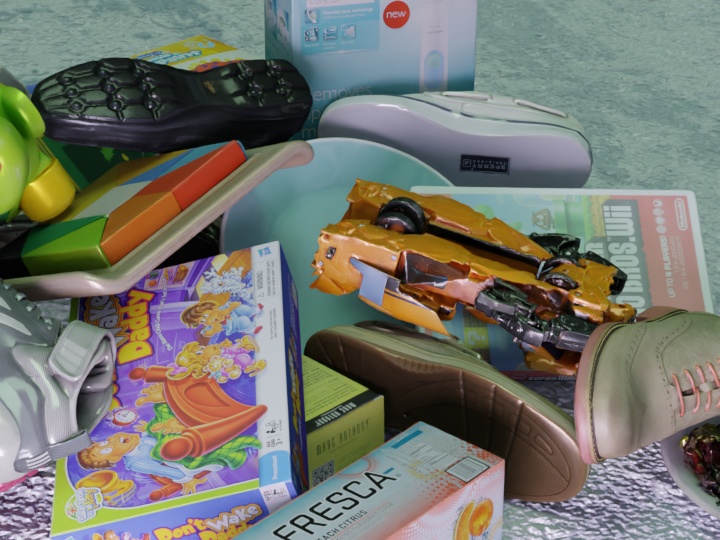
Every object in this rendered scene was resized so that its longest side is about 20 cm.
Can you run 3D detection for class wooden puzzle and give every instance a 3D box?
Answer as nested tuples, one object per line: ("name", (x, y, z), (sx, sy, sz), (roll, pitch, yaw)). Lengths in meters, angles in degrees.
("wooden puzzle", (-0.152, -0.034, 1.120), (0.184, 0.037, 0.200), (-6, 23, 47))

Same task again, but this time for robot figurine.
("robot figurine", (0.075, 0.005, 1.105), (0.198, 0.059, 0.145), (21, 27, 6))

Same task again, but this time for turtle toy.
("turtle toy", (-0.258, -0.075, 1.107), (0.101, 0.146, 0.199), (-43, 23, -27))

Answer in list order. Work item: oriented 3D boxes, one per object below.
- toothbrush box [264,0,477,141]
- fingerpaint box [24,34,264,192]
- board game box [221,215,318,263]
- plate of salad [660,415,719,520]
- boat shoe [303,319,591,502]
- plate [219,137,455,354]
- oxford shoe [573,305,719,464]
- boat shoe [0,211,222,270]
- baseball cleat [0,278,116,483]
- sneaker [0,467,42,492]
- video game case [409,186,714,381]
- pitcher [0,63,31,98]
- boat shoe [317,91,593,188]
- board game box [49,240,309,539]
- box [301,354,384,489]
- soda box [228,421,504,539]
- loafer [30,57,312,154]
("toothbrush box", (0.007, -0.181, 1.304), (0.145, 0.202, 0.085), (-7, 27, -16))
("fingerpaint box", (-0.152, -0.119, 1.445), (0.166, 0.074, 0.199), (25, 35, 38))
("board game box", (-0.009, -0.042, 1.313), (0.194, 0.056, 0.200), (-13, 30, -26))
("plate of salad", (0.277, 0.103, 1.036), (0.198, 0.048, 0.200), (1, 27, 0))
("boat shoe", (0.060, 0.076, 1.060), (0.199, 0.073, 0.065), (20, 27, 32))
("plate", (0.000, 0.000, 1.179), (0.198, 0.026, 0.202), (10, 57, -15))
("oxford shoe", (0.181, 0.061, 1.024), (0.074, 0.071, 0.200), (0, 16, 29))
("boat shoe", (-0.187, -0.012, 1.246), (0.199, 0.072, 0.066), (7, 38, 12))
("baseball cleat", (-0.197, 0.039, 1.004), (0.106, 0.070, 0.201), (-16, 49, -11))
("sneaker", (-0.261, 0.076, 1.053), (0.199, 0.075, 0.080), (25, 35, 39))
("video game case", (0.134, 0.008, 1.170), (0.198, 0.017, 0.144), (0, 58, -5))
("pitcher", (-0.336, -0.052, 1.270), (0.121, 0.172, 0.200), (38, 58, 12))
("boat shoe", (0.069, -0.100, 1.279), (0.198, 0.072, 0.066), (3, 33, 2))
("board game box", (-0.101, 0.076, 1.003), (0.133, 0.045, 0.201), (-14, 39, 6))
("box", (-0.079, 0.074, 1.088), (0.199, 0.051, 0.075), (24, 36, 38))
("soda box", (-0.008, 0.153, 0.907), (0.063, 0.069, 0.199), (21, 32, 36))
("loafer", (-0.127, -0.102, 1.192), (0.199, 0.071, 0.068), (-5, 52, -29))
